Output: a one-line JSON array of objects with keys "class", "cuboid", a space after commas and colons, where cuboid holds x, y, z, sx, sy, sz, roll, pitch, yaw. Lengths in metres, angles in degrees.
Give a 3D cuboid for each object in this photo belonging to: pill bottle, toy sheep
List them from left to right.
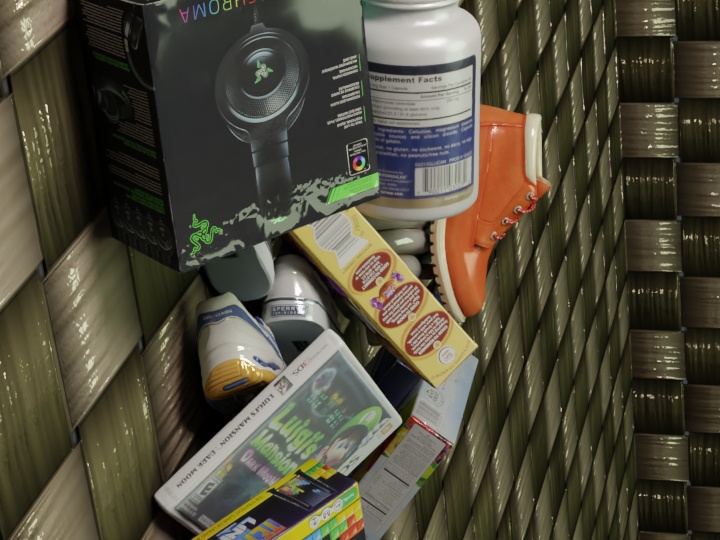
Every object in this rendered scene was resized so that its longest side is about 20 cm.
[{"class": "toy sheep", "cuboid": [0.005, -0.032, 1.688, 0.138, 0.138, 0.200, 19, 57, -73]}, {"class": "pill bottle", "cuboid": [0.040, -0.149, 1.493, 0.111, 0.111, 0.200, -56, 149, -62]}]

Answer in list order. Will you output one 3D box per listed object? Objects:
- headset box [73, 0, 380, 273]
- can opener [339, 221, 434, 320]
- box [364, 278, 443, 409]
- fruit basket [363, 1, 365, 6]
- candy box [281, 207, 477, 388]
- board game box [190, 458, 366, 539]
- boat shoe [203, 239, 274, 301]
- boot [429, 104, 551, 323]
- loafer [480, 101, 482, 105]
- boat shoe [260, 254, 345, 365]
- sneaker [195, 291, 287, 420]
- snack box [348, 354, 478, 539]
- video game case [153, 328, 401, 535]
[{"class": "headset box", "cuboid": [-0.087, -0.113, 1.280, 0.174, 0.093, 0.200, -21, 119, -32]}, {"class": "can opener", "cuboid": [0.056, -0.007, 1.776, 0.053, 0.200, 0.067, -1, 53, -44]}, {"class": "box", "cuboid": [0.026, 0.097, 1.751, 0.200, 0.032, 0.121, -55, -174, 36]}, {"class": "fruit basket", "cuboid": [-0.051, -0.189, 1.549, 0.200, 0.094, 0.185, -21, 111, -69]}, {"class": "candy box", "cuboid": [0.000, 0.000, 1.554, 0.200, 0.056, 0.117, 46, -4, -25]}, {"class": "board game box", "cuboid": [-0.079, 0.260, 1.391, 0.200, 0.057, 0.165, -32, 126, -34]}, {"class": "boat shoe", "cuboid": [-0.099, -0.058, 1.437, 0.200, 0.070, 0.066, 71, 19, -52]}, {"class": "boot", "cuboid": [0.115, -0.048, 1.671, 0.075, 0.107, 0.200, -63, 154, -74]}, {"class": "loafer", "cuboid": [0.061, -0.191, 1.729, 0.071, 0.073, 0.200, -29, 101, -62]}, {"class": "boat shoe", "cuboid": [-0.046, 0.038, 1.586, 0.200, 0.074, 0.065, 94, -4, -73]}, {"class": "sneaker", "cuboid": [-0.081, 0.080, 1.496, 0.200, 0.075, 0.088, 71, 3, -66]}, {"class": "snack box", "cuboid": [0.040, 0.158, 1.740, 0.142, 0.053, 0.200, -53, -177, 22]}, {"class": "video game case", "cuboid": [-0.058, 0.146, 1.478, 0.182, 0.023, 0.200, -44, 154, -5]}]
